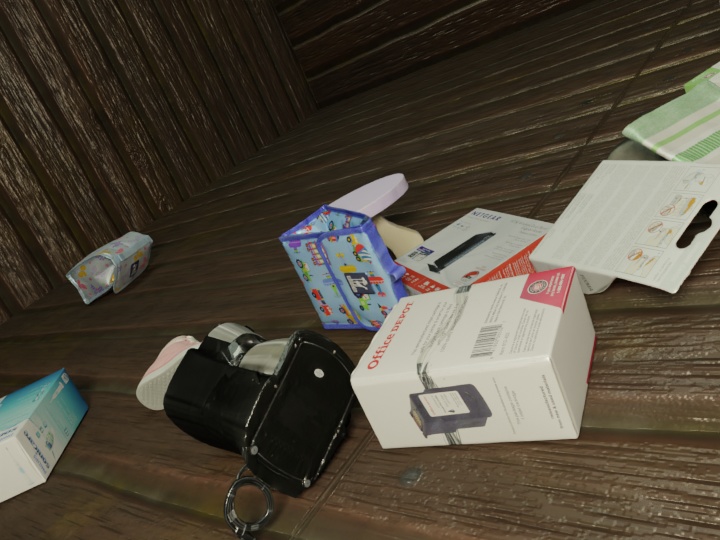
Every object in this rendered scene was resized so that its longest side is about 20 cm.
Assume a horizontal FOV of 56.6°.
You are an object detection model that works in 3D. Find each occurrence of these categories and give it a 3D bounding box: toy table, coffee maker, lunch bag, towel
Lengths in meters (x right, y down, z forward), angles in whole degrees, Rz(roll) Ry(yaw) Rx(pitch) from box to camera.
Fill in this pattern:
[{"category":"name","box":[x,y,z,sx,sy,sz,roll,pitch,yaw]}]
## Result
[{"category":"toy table","box":[0.003,-0.052,1.060,0.195,0.119,0.185,-22,20,15]},{"category":"coffee maker","box":[-0.124,0.148,0.702,0.191,0.137,0.197,-40,23,-33]},{"category":"lunch bag","box":[-0.686,-0.014,1.863,0.197,0.129,0.170,-27,14,29]},{"category":"towel","box":[0.421,-0.146,0.746,0.150,0.024,0.200,-28,46,-16]},{"category":"lunch bag","box":[0.000,0.000,0.881,0.093,0.154,0.198,-36,21,-26]}]

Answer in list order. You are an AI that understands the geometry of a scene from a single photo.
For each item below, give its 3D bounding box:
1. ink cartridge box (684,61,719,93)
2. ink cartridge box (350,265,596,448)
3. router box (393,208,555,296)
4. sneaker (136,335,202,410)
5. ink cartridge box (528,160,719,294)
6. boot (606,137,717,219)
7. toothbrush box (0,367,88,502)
[{"category":"ink cartridge box","box":[0.560,-0.253,0.900,0.115,0.069,0.199,-31,19,-14]},{"category":"ink cartridge box","box":[0.108,0.083,0.632,0.195,0.086,0.145,-13,24,33]},{"category":"router box","box":[0.140,-0.006,0.867,0.177,0.050,0.199,-32,20,-13]},{"category":"sneaker","box":[-0.236,0.128,0.986,0.196,0.076,0.106,-24,24,22]},{"category":"ink cartridge box","box":[0.296,-0.044,0.707,0.163,0.050,0.199,-50,29,-11]},{"category":"boot","box":[0.366,-0.111,0.801,0.197,0.069,0.130,4,37,48]},{"category":"toothbrush box","box":[-0.530,0.260,1.030,0.143,0.087,0.201,-25,19,4]}]
